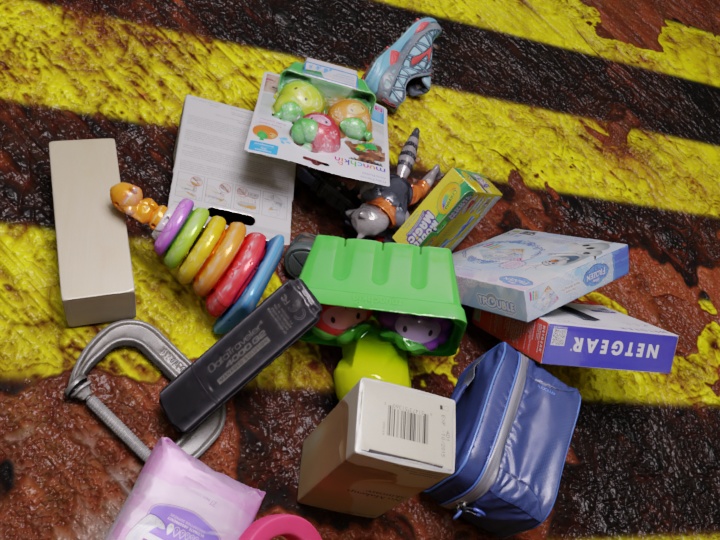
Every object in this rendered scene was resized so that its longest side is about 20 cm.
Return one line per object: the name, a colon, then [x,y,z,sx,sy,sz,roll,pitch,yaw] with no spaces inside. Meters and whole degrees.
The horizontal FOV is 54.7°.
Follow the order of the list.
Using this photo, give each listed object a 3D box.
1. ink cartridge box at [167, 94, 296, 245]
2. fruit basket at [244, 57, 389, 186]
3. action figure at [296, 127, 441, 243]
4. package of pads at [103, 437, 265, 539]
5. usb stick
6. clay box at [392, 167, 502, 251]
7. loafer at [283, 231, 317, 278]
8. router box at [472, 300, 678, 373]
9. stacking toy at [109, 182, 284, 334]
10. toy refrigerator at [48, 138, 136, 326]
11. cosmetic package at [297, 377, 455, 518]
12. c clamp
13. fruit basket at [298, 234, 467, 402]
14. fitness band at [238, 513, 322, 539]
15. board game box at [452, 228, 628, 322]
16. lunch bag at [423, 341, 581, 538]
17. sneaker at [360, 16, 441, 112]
ink cartridge box: [-0.166,-0.124,0.908,0.158,0.057,0.206,11,61,-18]
fruit basket: [-0.047,-0.191,0.890,0.180,0.096,0.202,13,34,-9]
action figure: [0.019,-0.119,0.953,0.197,0.105,0.196,31,44,-7]
package of pads: [-0.181,0.272,0.636,0.118,0.076,0.203,30,60,-8]
usb stick: [-0.124,0.088,0.714,0.199,0.033,0.056,-41,78,5]
clay box: [0.112,-0.071,0.890,0.048,0.115,0.199,45,18,13]
loafer: [0.000,0.000,0.893,0.195,0.073,0.064,22,34,-7]
router box: [0.272,0.076,0.905,0.194,0.179,0.050,7,99,-20]
stacking toy: [-0.192,-0.034,0.778,0.198,0.116,0.111,35,52,-15]
toy refrigerator: [-0.304,-0.045,0.788,0.074,0.070,0.205,-7,63,-21]
cosmetic package: [0.010,0.187,0.704,0.102,0.201,0.073,14,56,-12]
c clamp: [-0.231,0.151,0.728,0.200,0.027,0.170,46,55,7]
fruit basket: [0.015,0.082,0.785,0.208,0.156,0.222,0,67,1]
fitness band: [-0.076,0.332,0.636,0.142,0.037,0.207,15,67,-53]
board game box: [0.211,-0.001,0.916,0.195,0.198,0.045,-18,108,-30]
lunch bag: [0.150,0.196,0.799,0.130,0.137,0.202,31,55,-2]
sneaker: [0.080,-0.327,1.127,0.095,0.079,0.201,44,62,-5]
